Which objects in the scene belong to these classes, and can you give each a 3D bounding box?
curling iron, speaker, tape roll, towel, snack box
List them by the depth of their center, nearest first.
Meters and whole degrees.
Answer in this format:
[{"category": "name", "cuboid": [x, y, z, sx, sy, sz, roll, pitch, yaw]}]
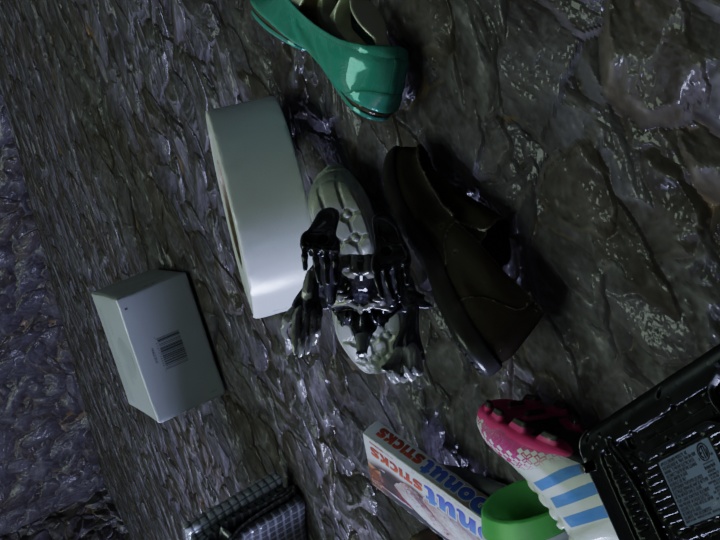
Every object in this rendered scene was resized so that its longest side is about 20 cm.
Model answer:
[{"category": "speaker", "cuboid": [0.151, 0.264, 0.772, 0.088, 0.087, 0.204, 4, 112, 64]}, {"category": "snack box", "cuboid": [0.080, 0.210, 0.905, 0.199, 0.024, 0.073, 30, 141, 39]}, {"category": "curling iron", "cuboid": [0.084, 0.195, 0.940, 0.050, 0.026, 0.199, 51, 154, -11]}, {"category": "tape roll", "cuboid": [-0.095, -0.061, 0.992, 0.202, 0.069, 0.207, 166, 90, -81]}, {"category": "towel", "cuboid": [-0.154, 0.398, 1.448, 0.086, 0.164, 0.202, 44, 148, 36]}]

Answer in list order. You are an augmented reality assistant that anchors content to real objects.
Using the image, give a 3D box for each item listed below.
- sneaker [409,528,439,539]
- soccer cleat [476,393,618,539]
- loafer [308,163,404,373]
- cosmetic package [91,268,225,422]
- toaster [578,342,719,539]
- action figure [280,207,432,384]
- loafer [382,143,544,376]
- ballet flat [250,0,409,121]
[{"category": "sneaker", "cuboid": [0.040, 0.358, 1.083, 0.067, 0.089, 0.202, 51, 151, 35]}, {"category": "soccer cleat", "cuboid": [0.144, 0.149, 0.700, 0.199, 0.069, 0.088, 22, 112, 57]}, {"category": "loafer", "cuboid": [0.000, 0.000, 0.924, 0.070, 0.068, 0.203, -84, -16, -61]}, {"category": "cosmetic package", "cuboid": [-0.325, 0.113, 1.634, 0.199, 0.121, 0.203, 4, 113, 63]}, {"category": "toaster", "cuboid": [0.210, 0.114, 0.460, 0.184, 0.117, 0.201, 67, 157, 19]}, {"category": "action figure", "cuboid": [-0.004, 0.029, 0.794, 0.201, 0.116, 0.104, 80, -162, -69]}, {"category": "loafer", "cuboid": [0.076, -0.019, 0.742, 0.073, 0.070, 0.202, 49, -165, -56]}, {"category": "ballet flat", "cuboid": [-0.021, -0.195, 0.813, 0.200, 0.066, 0.071, 48, 125, 39]}]
